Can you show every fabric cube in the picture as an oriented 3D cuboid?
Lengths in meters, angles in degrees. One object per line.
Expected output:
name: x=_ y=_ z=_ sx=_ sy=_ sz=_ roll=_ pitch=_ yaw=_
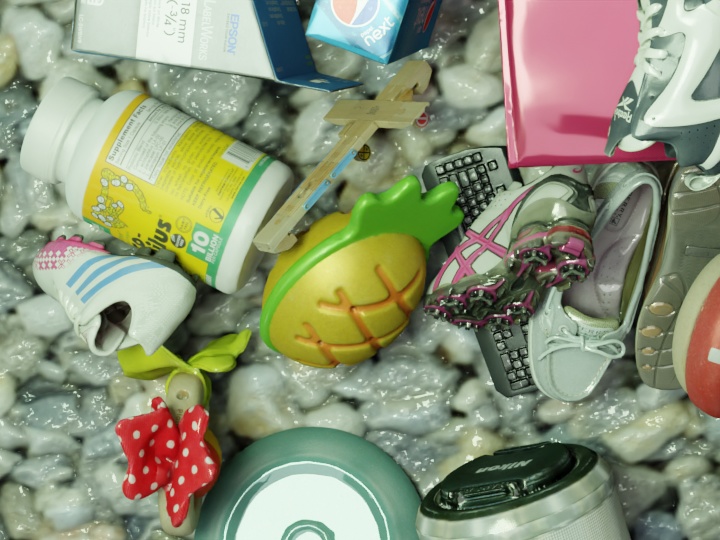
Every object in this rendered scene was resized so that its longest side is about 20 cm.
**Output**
fabric cube: x=0.204 y=-0.186 z=1.164 sx=0.197 sy=0.200 sz=0.199 roll=-2 pitch=102 yaw=11

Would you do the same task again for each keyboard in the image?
keyboard: x=0.122 y=-0.002 z=1.299 sx=0.103 sy=0.040 sz=0.202 roll=-19 pitch=98 yaw=15

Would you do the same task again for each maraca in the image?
maraca: x=0.000 y=0.000 z=1.275 sx=0.200 sy=0.136 sz=0.107 roll=-49 pitch=58 yaw=29

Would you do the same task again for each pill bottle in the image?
pill bottle: x=-0.163 y=-0.073 z=1.303 sx=0.198 sy=0.113 sz=0.114 roll=27 pitch=105 yaw=4

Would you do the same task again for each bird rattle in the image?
bird rattle: x=-0.135 y=0.137 z=1.307 sx=0.111 sy=0.201 sz=0.164 roll=-4 pitch=129 yaw=-5

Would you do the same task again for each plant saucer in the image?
plant saucer: x=-0.042 y=0.227 z=1.340 sx=0.197 sy=0.036 sz=0.203 roll=-1 pitch=79 yaw=5

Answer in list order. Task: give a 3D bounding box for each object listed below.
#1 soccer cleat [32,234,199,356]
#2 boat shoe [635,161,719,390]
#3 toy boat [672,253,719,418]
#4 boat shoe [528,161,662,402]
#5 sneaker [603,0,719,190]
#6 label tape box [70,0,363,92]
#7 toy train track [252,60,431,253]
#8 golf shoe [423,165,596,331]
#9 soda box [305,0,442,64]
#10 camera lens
soccer cleat: x=-0.211 y=0.023 z=1.303 sx=0.199 sy=0.087 sz=0.070 roll=3 pitch=147 yaw=47
boat shoe: x=0.254 y=-0.004 z=1.258 sx=0.075 sy=0.072 sz=0.202 roll=11 pitch=114 yaw=-1
toy boat: x=0.327 y=0.058 z=1.188 sx=0.198 sy=0.131 sz=0.132 roll=1 pitch=112 yaw=-25
boat shoe: x=0.180 y=0.012 z=1.249 sx=0.074 sy=0.065 sz=0.204 roll=17 pitch=108 yaw=-8
sneaker: x=0.185 y=-0.138 z=1.034 sx=0.129 sy=0.080 sz=0.199 roll=-40 pitch=102 yaw=9
label tape box: x=-0.101 y=-0.184 z=1.254 sx=0.198 sy=0.144 sz=0.064 roll=9 pitch=101 yaw=9
toy train track: x=-0.007 y=-0.082 z=1.261 sx=0.200 sy=0.114 sz=0.033 roll=-50 pitch=121 yaw=-21
golf shoe: x=0.116 y=-0.016 z=1.250 sx=0.072 sy=0.093 sz=0.200 roll=21 pitch=150 yaw=-23
soda box: x=0.017 y=-0.197 z=1.197 sx=0.064 sy=0.200 sz=0.069 roll=20 pitch=104 yaw=7
camera lens: x=0.139 y=0.246 z=1.281 sx=0.158 sy=0.160 sz=0.202 roll=-15 pitch=97 yaw=13
